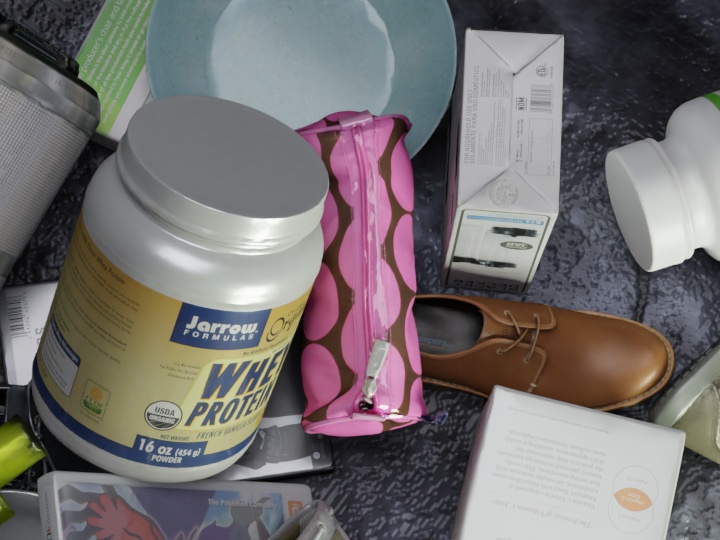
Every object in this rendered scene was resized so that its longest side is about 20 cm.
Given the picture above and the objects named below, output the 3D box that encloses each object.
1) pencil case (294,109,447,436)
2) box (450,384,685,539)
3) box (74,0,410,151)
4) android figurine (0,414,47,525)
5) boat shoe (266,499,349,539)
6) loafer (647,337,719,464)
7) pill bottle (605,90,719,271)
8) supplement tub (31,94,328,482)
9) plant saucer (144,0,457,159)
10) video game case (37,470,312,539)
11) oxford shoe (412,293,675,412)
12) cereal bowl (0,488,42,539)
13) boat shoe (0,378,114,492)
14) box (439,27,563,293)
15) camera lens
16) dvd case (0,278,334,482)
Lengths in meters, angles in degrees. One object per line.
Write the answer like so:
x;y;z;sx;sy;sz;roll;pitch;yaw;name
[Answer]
0.000;0.000;1.524;0.091;0.094;0.200;-6;84;6;pencil case
0.115;0.188;1.543;0.124;0.097;0.200;14;75;1;box
-0.085;-0.122;1.647;0.200;0.036;0.144;26;76;3;box
-0.290;0.129;1.466;0.200;0.041;0.182;-34;76;-4;android figurine
-0.070;0.192;1.470;0.202;0.074;0.065;-20;85;-50;boat shoe
0.275;0.048;1.605;0.200;0.075;0.070;-43;86;-2;loafer
0.265;-0.069;1.608;0.200;0.111;0.111;-19;77;-7;pill bottle
-0.106;0.011;1.484;0.144;0.200;0.144;15;34;-10;supplement tub
-0.039;-0.136;1.615;0.201;0.039;0.201;1;76;-3;plant saucer
-0.098;0.214;1.500;0.200;0.023;0.182;7;67;-40;video game case
0.101;0.050;1.585;0.200;0.071;0.071;4;73;3;oxford shoe
-0.219;0.236;1.517;0.200;0.083;0.200;3;73;-9;cereal bowl
-0.207;0.106;1.545;0.200;0.062;0.075;7;75;-2;boat shoe
0.086;-0.064;1.554;0.060;0.200;0.117;3;77;0;box
-0.269;-0.069;1.549;0.160;0.160;0.200;31;88;5;camera lens
-0.126;0.070;1.600;0.200;0.025;0.150;-8;76;-4;dvd case
